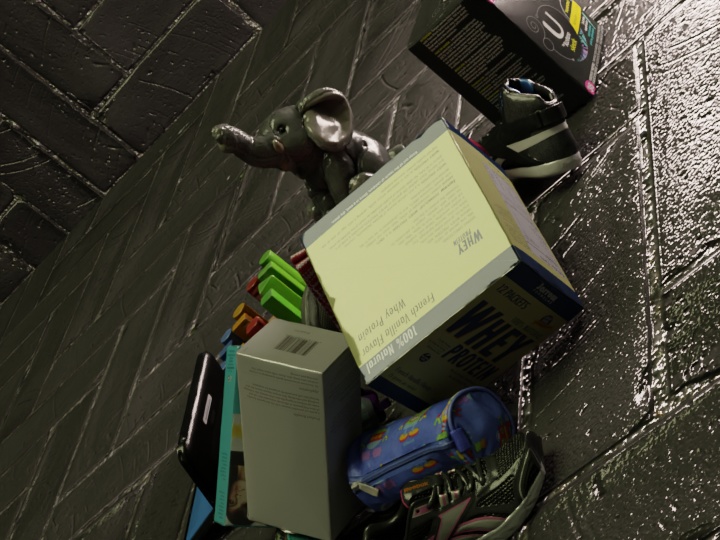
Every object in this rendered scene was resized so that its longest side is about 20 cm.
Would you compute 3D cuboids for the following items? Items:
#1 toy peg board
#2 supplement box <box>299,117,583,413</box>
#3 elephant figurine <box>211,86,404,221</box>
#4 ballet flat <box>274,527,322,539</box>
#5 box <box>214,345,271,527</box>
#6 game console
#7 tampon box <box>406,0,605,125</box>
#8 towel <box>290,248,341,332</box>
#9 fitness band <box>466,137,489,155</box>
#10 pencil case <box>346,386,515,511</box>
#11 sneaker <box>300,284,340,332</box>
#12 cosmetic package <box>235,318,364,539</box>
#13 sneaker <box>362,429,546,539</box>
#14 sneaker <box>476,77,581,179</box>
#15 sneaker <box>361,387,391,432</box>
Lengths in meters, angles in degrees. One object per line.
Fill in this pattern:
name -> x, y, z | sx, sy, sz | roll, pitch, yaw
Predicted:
toy peg board -> -0.136, 0.081, 2.145 | 0.199, 0.098, 0.200 | -47, 19, 15
supplement box -> 0.079, 0.002, 1.564 | 0.199, 0.134, 0.201 | -39, 51, 16
elephant figurine -> -0.059, -0.152, 1.890 | 0.141, 0.200, 0.155 | -41, 10, 15
ballet flat -> -0.066, 0.271, 1.689 | 0.074, 0.074, 0.201 | -44, 17, 21
box -> -0.115, 0.189, 1.776 | 0.049, 0.081, 0.203 | 171, 103, -71
game console -> -0.211, 0.238, 1.980 | 0.115, 0.177, 0.201 | -20, 33, 18
tampon box -> 0.179, -0.281, 1.893 | 0.126, 0.199, 0.151 | -36, 24, 38
towel -> 0.019, 0.005, 1.717 | 0.144, 0.200, 0.023 | -31, 54, 3
fitness band -> 0.071, -0.063, 1.757 | 0.037, 0.143, 0.201 | 39, 92, 31
pencil case -> 0.060, 0.176, 1.525 | 0.087, 0.079, 0.199 | -32, 1, -41
sneaker -> 0.000, 0.000, 1.846 | 0.114, 0.076, 0.200 | -34, 21, 56
cosmetic package -> -0.060, 0.164, 1.599 | 0.106, 0.202, 0.085 | 12, 30, 24
sneaker -> 0.080, 0.213, 1.400 | 0.200, 0.086, 0.081 | -47, 21, 14
sneaker -> 0.169, -0.163, 1.799 | 0.073, 0.113, 0.199 | -23, 12, -37
sneaker -> -0.023, 0.169, 1.799 | 0.087, 0.075, 0.200 | -26, 9, -15
